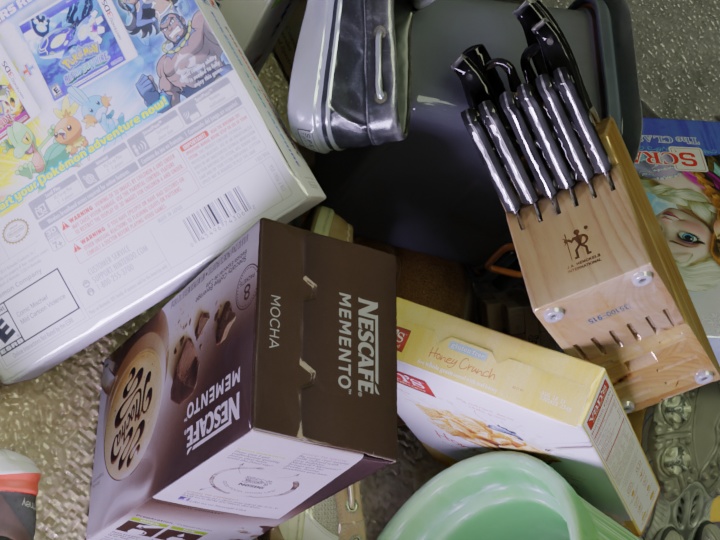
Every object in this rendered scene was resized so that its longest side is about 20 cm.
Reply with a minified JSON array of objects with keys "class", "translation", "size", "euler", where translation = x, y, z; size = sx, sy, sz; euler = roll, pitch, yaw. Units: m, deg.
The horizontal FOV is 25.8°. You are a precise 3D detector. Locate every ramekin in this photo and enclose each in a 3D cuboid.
[{"class":"ramekin","translation":[0.080,0.208,0.852],"size":[0.098,0.200,0.200],"euler":[31,53,-27]}]

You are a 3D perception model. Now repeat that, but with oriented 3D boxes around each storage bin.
[{"class":"storage bin","translation":[0.058,-0.074,0.939],"size":[0.134,0.200,0.146],"euler":[8,64,-19]}]

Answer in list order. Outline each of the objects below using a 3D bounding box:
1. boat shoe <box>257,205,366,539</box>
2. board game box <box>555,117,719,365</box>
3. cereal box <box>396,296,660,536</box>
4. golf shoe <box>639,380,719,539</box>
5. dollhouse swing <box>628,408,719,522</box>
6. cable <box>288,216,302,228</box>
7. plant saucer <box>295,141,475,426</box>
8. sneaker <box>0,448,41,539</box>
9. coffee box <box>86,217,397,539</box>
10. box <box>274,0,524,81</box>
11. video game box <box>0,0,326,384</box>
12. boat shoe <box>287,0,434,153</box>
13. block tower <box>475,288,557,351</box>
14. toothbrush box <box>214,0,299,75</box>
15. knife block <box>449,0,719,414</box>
[{"class":"boat shoe","translation":[-0.019,0.065,0.903],"size":[0.063,0.073,0.201],"euler":[7,79,-12]},{"class":"board game box","translation":[0.212,-0.018,0.989],"size":[0.199,0.041,0.200],"euler":[2,46,-7]},{"class":"cereal box","translation":[0.084,0.084,0.885],"size":[0.040,0.144,0.200],"euler":[-64,152,-15]},{"class":"golf shoe","translation":[0.193,0.129,0.998],"size":[0.078,0.097,0.201],"euler":[8,88,-24]},{"class":"dollhouse swing","translation":[0.247,0.053,1.140],"size":[0.200,0.176,0.182],"euler":[43,10,-8]},{"class":"cable","translation":[-0.086,-0.081,0.956],"size":[0.097,0.050,0.201],"euler":[-5,69,11]},{"class":"plant saucer","translation":[0.000,0.000,1.000],"size":[0.200,0.035,0.201],"euler":[15,59,-28]},{"class":"sneaker","translation":[-0.243,0.131,0.749],"size":[0.200,0.077,0.082],"euler":[1,73,-33]},{"class":"coffee box","translation":[-0.065,0.070,0.815],"size":[0.080,0.200,0.113],"euler":[16,60,-26]},{"class":"box","translation":[0.032,-0.174,0.999],"size":[0.078,0.200,0.095],"euler":[-19,79,-39]},{"class":"video game box","translation":[-0.148,-0.066,0.842],"size":[0.182,0.200,0.047],"euler":[61,12,4]},{"class":"boat shoe","translation":[0.013,-0.156,0.845],"size":[0.071,0.072,0.201],"euler":[4,78,15]},{"class":"block tower","translation":[0.180,0.036,1.026],"size":[0.199,0.054,0.058],"euler":[-7,102,-6]},{"class":"toothbrush box","translation":[-0.129,-0.201,0.902],"size":[0.200,0.146,0.086],"euler":[33,29,1]},{"class":"knife block","translation":[0.116,-0.039,0.830],"size":[0.200,0.064,0.176],"euler":[47,27,-51]}]
